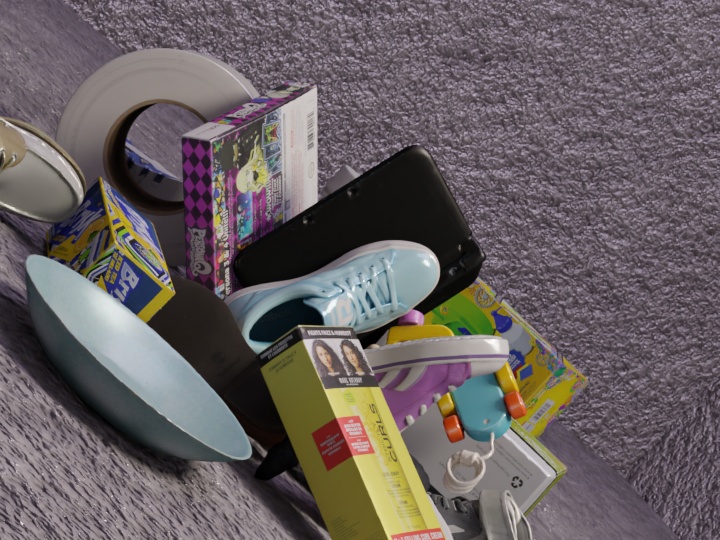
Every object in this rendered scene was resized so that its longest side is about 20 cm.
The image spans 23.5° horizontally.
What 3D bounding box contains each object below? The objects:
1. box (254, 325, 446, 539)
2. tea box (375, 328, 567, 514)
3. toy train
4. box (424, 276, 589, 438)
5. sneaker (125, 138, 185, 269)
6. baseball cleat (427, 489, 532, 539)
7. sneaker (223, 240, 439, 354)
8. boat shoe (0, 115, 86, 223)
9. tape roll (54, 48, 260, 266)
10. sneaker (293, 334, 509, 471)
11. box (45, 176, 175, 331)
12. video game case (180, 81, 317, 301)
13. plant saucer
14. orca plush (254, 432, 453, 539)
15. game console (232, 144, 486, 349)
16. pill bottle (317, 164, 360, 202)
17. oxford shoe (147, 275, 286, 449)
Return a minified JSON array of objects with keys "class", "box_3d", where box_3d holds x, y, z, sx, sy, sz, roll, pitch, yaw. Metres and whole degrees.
[{"class":"box","box_3d":[-0.004,0.139,1.278,0.075,0.050,0.200,5,56,-53]},{"class":"tea box","box_3d":[0.072,0.169,1.623,0.200,0.134,0.197,43,4,10]},{"class":"toy train","box_3d":[0.048,0.119,1.486,0.200,0.150,0.056,24,-21,32]},{"class":"box","box_3d":[0.109,0.124,1.937,0.193,0.200,0.122,44,5,26]},{"class":"sneaker","box_3d":[-0.237,-0.097,1.799,0.199,0.081,0.115,39,8,-26]},{"class":"baseball cleat","box_3d":[0.069,0.203,1.448,0.200,0.106,0.070,42,9,15]},{"class":"sneaker","box_3d":[-0.019,0.033,1.463,0.082,0.200,0.074,-136,-153,-69]},{"class":"boat shoe","box_3d":[-0.296,-0.089,1.329,0.200,0.075,0.068,32,15,-29]},{"class":"tape roll","box_3d":[-0.181,-0.110,1.644,0.203,0.203,0.139,42,4,-5]},{"class":"sneaker","box_3d":[0.031,0.117,1.423,0.073,0.200,0.114,7,71,-84]},{"class":"box","box_3d":[-0.198,-0.007,1.353,0.064,0.070,0.200,43,4,-20]},{"class":"video game case","box_3d":[-0.094,-0.048,1.532,0.036,0.200,0.181,12,26,25]},{"class":"plant saucer","box_3d":[-0.159,0.070,1.168,0.201,0.039,0.201,43,5,-5]},{"class":"orca plush","box_3d":[-0.012,0.188,1.364,0.200,0.071,0.105,26,59,-38]},{"class":"game console","box_3d":[0.000,0.000,1.561,0.116,0.200,0.176,58,-5,8]},{"class":"pill bottle","box_3d":[-0.050,-0.006,1.785,0.114,0.200,0.114,42,5,-4]},{"class":"oxford shoe","box_3d":[-0.117,0.080,1.401,0.200,0.071,0.071,44,-25,30]}]
